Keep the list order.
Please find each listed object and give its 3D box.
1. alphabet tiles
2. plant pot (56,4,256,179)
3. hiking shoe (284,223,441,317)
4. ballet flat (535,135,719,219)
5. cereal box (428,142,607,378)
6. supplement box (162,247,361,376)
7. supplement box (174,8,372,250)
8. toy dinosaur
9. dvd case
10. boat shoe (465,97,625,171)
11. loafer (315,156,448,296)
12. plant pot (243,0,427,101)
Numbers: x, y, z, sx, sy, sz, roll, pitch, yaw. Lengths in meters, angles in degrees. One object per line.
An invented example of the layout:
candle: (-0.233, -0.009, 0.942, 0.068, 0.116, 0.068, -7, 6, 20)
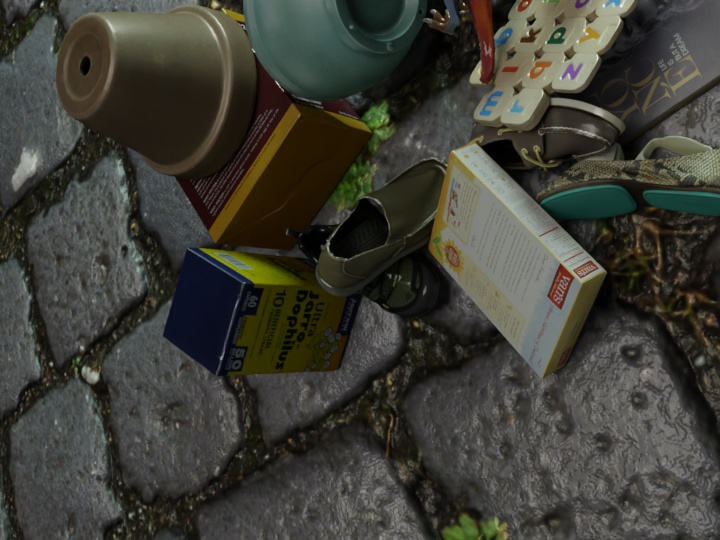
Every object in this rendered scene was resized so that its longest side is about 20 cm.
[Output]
alphabet tiles: (0.187, -0.225, 0.941, 0.202, 0.014, 0.195, -59, 28, -4)
plant pot: (-0.242, -0.217, 1.100, 0.197, 0.173, 0.205, -4, 83, 39)
hiking shoe: (0.000, 0.000, 1.098, 0.198, 0.100, 0.077, 24, 103, 39)
ballet flat: (0.264, -0.089, 0.910, 0.197, 0.068, 0.077, 0, 65, 35)
cereal box: (0.149, -0.011, 0.970, 0.201, 0.039, 0.145, 50, 148, 30)
supplement box: (-0.111, 0.049, 1.125, 0.109, 0.198, 0.111, 27, 105, 37)
supplement box: (-0.128, -0.170, 1.198, 0.198, 0.131, 0.201, -52, 58, 25)
toy dinosaur: (0.128, -0.328, 0.961, 0.201, 0.104, 0.183, 55, 148, 25)
dvd case: (0.261, -0.211, 0.942, 0.199, 0.016, 0.151, -35, 66, 35)
boat shoe: (0.174, -0.127, 0.947, 0.199, 0.071, 0.060, 14, 74, 57)
loafer: (0.034, -0.053, 1.037, 0.075, 0.070, 0.200, 41, 72, 17)
plant pot: (-0.011, -0.289, 1.040, 0.133, 0.197, 0.205, 10, 93, 58)
